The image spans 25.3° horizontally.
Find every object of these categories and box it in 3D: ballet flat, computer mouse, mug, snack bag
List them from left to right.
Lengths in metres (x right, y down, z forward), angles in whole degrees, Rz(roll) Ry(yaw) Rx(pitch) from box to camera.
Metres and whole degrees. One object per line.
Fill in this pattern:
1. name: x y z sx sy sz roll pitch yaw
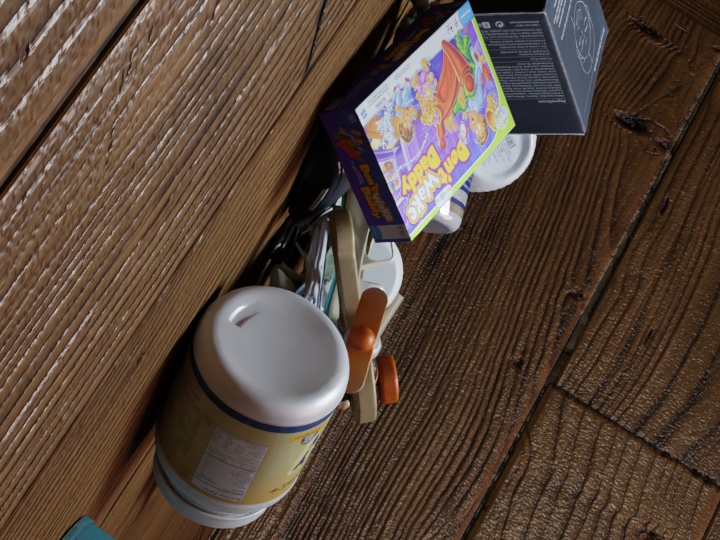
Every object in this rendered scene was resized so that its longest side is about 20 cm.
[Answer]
1. snack bag: -0.054 0.071 1.594 0.200 0.021 0.191 -84 -179 -66
2. ballet flat: -0.056 -0.002 1.714 0.200 0.074 0.074 -49 178 5
3. computer mouse: -0.023 -0.096 1.567 0.141 0.046 0.201 -56 176 -45
4. ballet flat: 0.000 0.000 1.619 0.070 0.069 0.202 114 -14 -69
5. mug: 0.124 -0.190 1.889 0.146 0.202 0.175 -21 -158 -11

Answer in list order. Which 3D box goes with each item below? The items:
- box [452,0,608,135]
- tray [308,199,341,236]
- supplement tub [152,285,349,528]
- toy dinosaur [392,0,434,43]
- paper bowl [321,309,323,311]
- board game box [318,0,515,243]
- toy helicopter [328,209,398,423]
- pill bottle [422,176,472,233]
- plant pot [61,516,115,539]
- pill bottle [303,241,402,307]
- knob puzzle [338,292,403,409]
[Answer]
1. box: 0.182 -0.263 1.703 0.201 0.106 0.150 59 39 -50
2. tray: -0.004 -0.126 1.844 0.108 0.022 0.201 -58 177 -40
3. supplement tub: -0.105 0.127 1.451 0.145 0.143 0.201 -56 176 -46
4. toy dinosaur: 0.055 -0.232 1.577 0.088 0.047 0.201 -50 170 -29
5. paper bowl: -0.104 0.126 1.848 0.202 0.104 0.201 -60 177 -5
6. board game box: 0.056 -0.137 1.462 0.044 0.135 0.200 -1 -146 40
7. toy helicopter: -0.009 0.043 1.507 0.132 0.078 0.203 -171 -106 -85
8. pill bottle: 0.077 -0.151 1.754 0.116 0.114 0.202 101 5 -82
9. plant pot: -0.213 0.349 1.394 0.201 0.187 0.200 -59 178 -4
10. pill bottle: -0.008 -0.001 1.886 0.115 0.114 0.200 -59 -175 0
11. knob puzzle: -0.022 0.131 1.946 0.220 0.030 0.220 -53 -173 10
